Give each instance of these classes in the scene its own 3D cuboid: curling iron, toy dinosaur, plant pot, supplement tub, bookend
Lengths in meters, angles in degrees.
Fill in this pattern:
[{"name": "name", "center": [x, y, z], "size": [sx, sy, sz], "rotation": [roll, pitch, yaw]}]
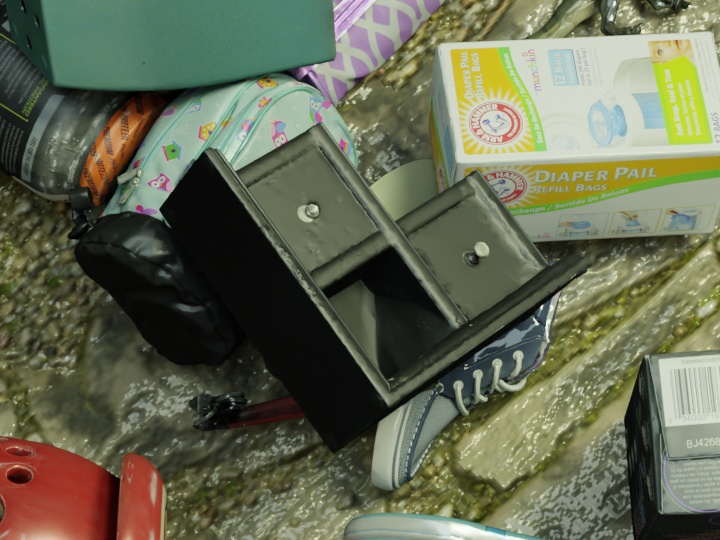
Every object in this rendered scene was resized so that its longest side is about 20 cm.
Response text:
[{"name": "curling iron", "center": [-0.036, 0.092, 1.412], "size": [0.200, 0.050, 0.026], "rotation": [-8, 79, 27]}, {"name": "toy dinosaur", "center": [0.193, -0.211, 1.522], "size": [0.088, 0.047, 0.200], "rotation": [38, 80, 27]}, {"name": "plant pot", "center": [-0.139, -0.206, 1.393], "size": [0.200, 0.141, 0.141], "rotation": [-19, 36, -22]}, {"name": "plant pot", "center": [-0.222, 0.209, 1.354], "size": [0.182, 0.200, 0.201], "rotation": [1, 74, -5]}, {"name": "supplement tub", "center": [-0.243, -0.132, 1.484], "size": [0.200, 0.123, 0.123], "rotation": [33, 79, 12]}, {"name": "bookend", "center": [0.011, -0.020, 1.333], "size": [0.200, 0.092, 0.199], "rotation": [-31, 83, -34]}]

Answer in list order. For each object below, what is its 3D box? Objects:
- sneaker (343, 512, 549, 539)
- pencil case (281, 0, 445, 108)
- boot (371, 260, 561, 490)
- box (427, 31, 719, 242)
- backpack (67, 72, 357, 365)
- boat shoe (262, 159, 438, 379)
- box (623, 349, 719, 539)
[{"name": "sneaker", "center": [0.076, 0.243, 1.384], "size": [0.200, 0.080, 0.131], "rotation": [11, 74, 7]}, {"name": "pencil case", "center": [0.014, -0.209, 1.510], "size": [0.084, 0.085, 0.200], "rotation": [42, 82, -6]}, {"name": "boot", "center": [0.078, 0.070, 1.433], "size": [0.090, 0.073, 0.200], "rotation": [17, 75, 14]}, {"name": "box", "center": [0.154, -0.093, 1.437], "size": [0.200, 0.101, 0.113], "rotation": [-2, 56, -4]}, {"name": "backpack", "center": [-0.095, -0.047, 1.430], "size": [0.126, 0.167, 0.200], "rotation": [12, 59, 34]}, {"name": "boat shoe", "center": [-0.002, -0.002, 1.459], "size": [0.074, 0.063, 0.201], "rotation": [43, 63, -15]}, {"name": "box", "center": [0.244, 0.123, 1.343], "size": [0.122, 0.200, 0.106], "rotation": [-3, 74, 2]}]
